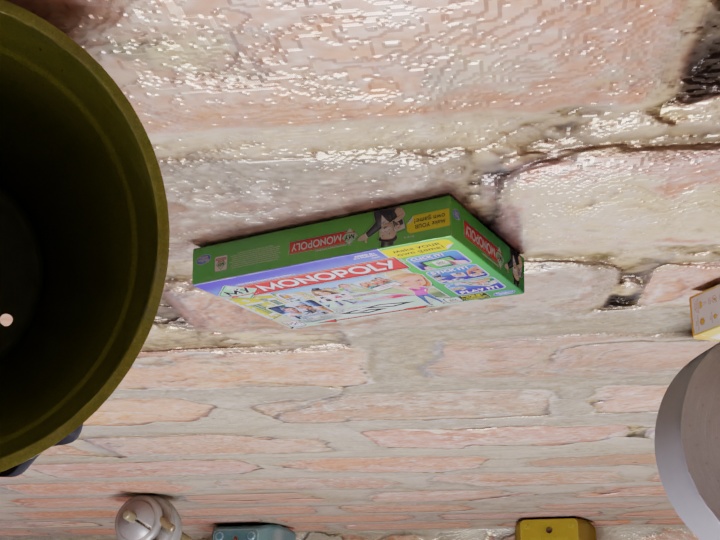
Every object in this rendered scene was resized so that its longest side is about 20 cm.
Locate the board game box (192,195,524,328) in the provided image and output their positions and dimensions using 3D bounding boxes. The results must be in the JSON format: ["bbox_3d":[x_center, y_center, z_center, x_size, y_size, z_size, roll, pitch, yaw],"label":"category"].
[{"bbox_3d":[0.000,0.000,0.768,0.197,0.030,0.134,-10,160,27],"label":"board game box"}]

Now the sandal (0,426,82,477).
[{"bbox_3d":[-0.383,0.180,1.244,0.042,0.077,0.199,14,147,-42],"label":"sandal"}]

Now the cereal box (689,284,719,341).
[{"bbox_3d":[0.360,0.016,0.799,0.142,0.040,0.200,8,159,-22],"label":"cereal box"}]

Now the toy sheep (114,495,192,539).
[{"bbox_3d":[-0.404,0.495,2.092,0.135,0.140,0.201,-4,147,10],"label":"toy sheep"}]

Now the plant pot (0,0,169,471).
[{"bbox_3d":[-0.209,-0.008,0.523,0.197,0.204,0.192,7,173,-21],"label":"plant pot"}]

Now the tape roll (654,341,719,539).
[{"bbox_3d":[0.362,0.154,0.954,0.196,0.204,0.066,2,163,-5],"label":"tape roll"}]

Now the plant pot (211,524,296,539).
[{"bbox_3d":[-0.279,0.713,2.659,0.193,0.199,0.201,-4,153,12],"label":"plant pot"}]

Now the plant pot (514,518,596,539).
[{"bbox_3d":[0.453,0.674,2.563,0.196,0.203,0.177,-5,150,13],"label":"plant pot"}]
